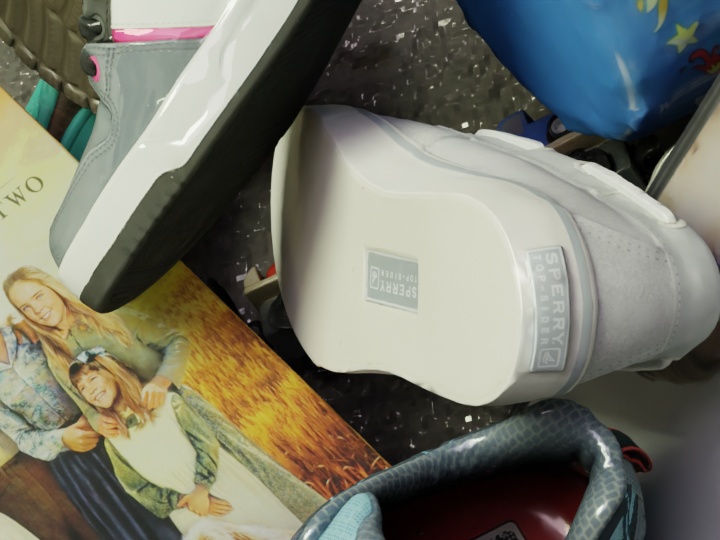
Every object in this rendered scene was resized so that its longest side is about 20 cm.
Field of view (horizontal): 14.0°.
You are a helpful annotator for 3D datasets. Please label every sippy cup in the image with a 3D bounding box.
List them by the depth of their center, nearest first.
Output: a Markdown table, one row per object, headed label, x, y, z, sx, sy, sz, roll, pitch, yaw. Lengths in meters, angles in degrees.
| label | x | y | z | sx | sy | sz | roll | pitch | yaw |
| --- | --- | --- | --- | --- | --- | --- | --- | --- | --- |
| sippy cup | 0.091 | -0.108 | 0.807 | 0.130 | 0.178 | 0.140 | -38 | 64 | -14 |

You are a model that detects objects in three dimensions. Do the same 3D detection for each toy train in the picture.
| label | x | y | z | sx | sy | sz | roll | pitch | yaw |
| --- | --- | --- | --- | --- | --- | --- | --- | --- | --- |
| toy train | 0.000 | 0.000 | 0.878 | 0.199 | 0.034 | 0.046 | -25 | 45 | 14 |

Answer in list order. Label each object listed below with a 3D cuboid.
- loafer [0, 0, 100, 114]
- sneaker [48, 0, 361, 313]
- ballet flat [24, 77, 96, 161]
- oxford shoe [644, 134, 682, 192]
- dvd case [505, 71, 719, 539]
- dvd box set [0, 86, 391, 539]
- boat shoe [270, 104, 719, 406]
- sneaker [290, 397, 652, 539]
| label | x | y | z | sx | sy | sz | roll | pitch | yaw |
| --- | --- | --- | --- | --- | --- | --- | --- | --- | --- |
| loafer | -0.099 | -0.127 | 0.864 | 0.068 | 0.076 | 0.200 | -37 | 80 | -25 |
| sneaker | -0.060 | -0.099 | 0.773 | 0.120 | 0.084 | 0.201 | 34 | 106 | 11 |
| ballet flat | -0.080 | -0.045 | 0.914 | 0.070 | 0.067 | 0.201 | -25 | 33 | 48 |
| oxford shoe | 0.117 | 0.041 | 0.783 | 0.075 | 0.058 | 0.201 | -20 | 60 | 12 |
| dvd case | 0.103 | 0.040 | 0.744 | 0.143 | 0.017 | 0.201 | 58 | 135 | 35 |
| dvd box set | -0.103 | 0.039 | 0.796 | 0.200 | 0.029 | 0.146 | 44 | 60 | 11 |
| boat shoe | 0.031 | -0.008 | 0.778 | 0.200 | 0.068 | 0.073 | -172 | 81 | -69 |
| sneaker | -0.015 | 0.089 | 0.713 | 0.199 | 0.096 | 0.079 | -33 | 70 | -20 |
